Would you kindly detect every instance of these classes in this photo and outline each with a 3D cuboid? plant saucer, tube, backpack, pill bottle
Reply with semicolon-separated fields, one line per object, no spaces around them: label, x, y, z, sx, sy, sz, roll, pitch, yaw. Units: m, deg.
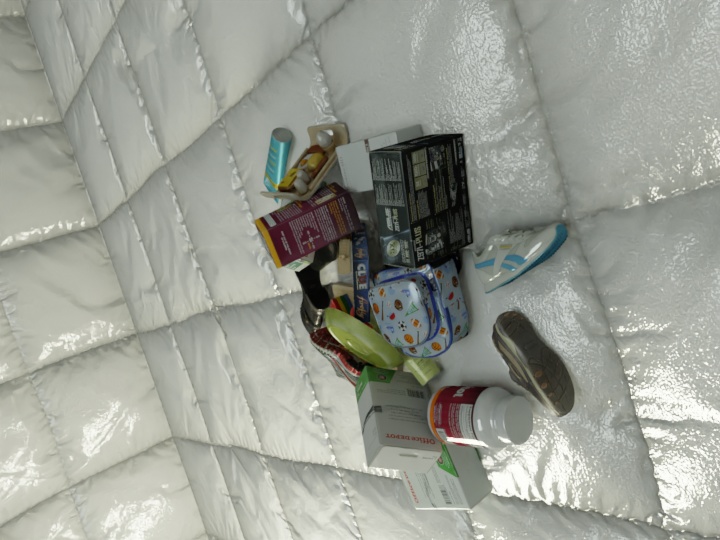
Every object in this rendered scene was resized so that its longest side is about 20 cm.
plant saucer;0.000;0.149;1.349;0.197;0.031;0.201;33;164;10
tube;-0.210;-0.263;1.612;0.078;0.049;0.202;58;149;27
backpack;0.119;0.072;1.259;0.198;0.153;0.194;-13;107;51
pill bottle;0.229;0.280;1.238;0.198;0.111;0.116;-11;98;53
tube;0.092;0.154;1.392;0.202;0.057;0.052;53;133;15

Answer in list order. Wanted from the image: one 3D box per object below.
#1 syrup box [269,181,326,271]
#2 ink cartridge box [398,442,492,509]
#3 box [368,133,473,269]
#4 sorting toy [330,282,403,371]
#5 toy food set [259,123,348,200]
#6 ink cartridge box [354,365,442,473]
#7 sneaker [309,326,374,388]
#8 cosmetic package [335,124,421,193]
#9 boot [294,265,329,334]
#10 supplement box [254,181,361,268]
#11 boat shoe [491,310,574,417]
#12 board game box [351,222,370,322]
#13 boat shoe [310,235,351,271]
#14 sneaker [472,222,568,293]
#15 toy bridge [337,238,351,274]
syrup box;-0.141;-0.111;1.473;0.078;0.080;0.205;-27;50;57
ink cartridge box;0.173;0.434;1.412;0.199;0.082;0.150;-28;85;54
box;0.111;-0.126;1.149;0.085;0.161;0.206;11;116;48
sorting toy;-0.003;0.143;1.513;0.198;0.069;0.204;8;113;51
toy food set;-0.125;-0.235;1.400;0.142;0.202;0.061;9;149;50
ink cartridge box;0.075;0.310;1.352;0.203;0.142;0.085;-100;29;-48
sneaker;-0.051;0.202;1.479;0.199;0.077;0.084;37;135;37
cosmetic package;0.041;-0.216;1.275;0.198;0.073;0.104;-3;105;52
boot;-0.137;0.064;1.652;0.175;0.067;0.204;112;142;-59
supplement box;-0.110;-0.096;1.342;0.087;0.196;0.110;68;169;-23
boat shoe;0.300;0.167;1.134;0.203;0.073;0.074;61;155;25
board game box;0.000;0.000;1.367;0.201;0.034;0.139;-93;1;-65
boat shoe;-0.076;-0.051;1.512;0.077;0.073;0.199;63;156;-8
sneaker;0.258;-0.033;1.077;0.200;0.075;0.082;-40;73;51
toy bridge;-0.031;-0.030;1.329;0.200;0.026;0.069;-86;-5;-88
